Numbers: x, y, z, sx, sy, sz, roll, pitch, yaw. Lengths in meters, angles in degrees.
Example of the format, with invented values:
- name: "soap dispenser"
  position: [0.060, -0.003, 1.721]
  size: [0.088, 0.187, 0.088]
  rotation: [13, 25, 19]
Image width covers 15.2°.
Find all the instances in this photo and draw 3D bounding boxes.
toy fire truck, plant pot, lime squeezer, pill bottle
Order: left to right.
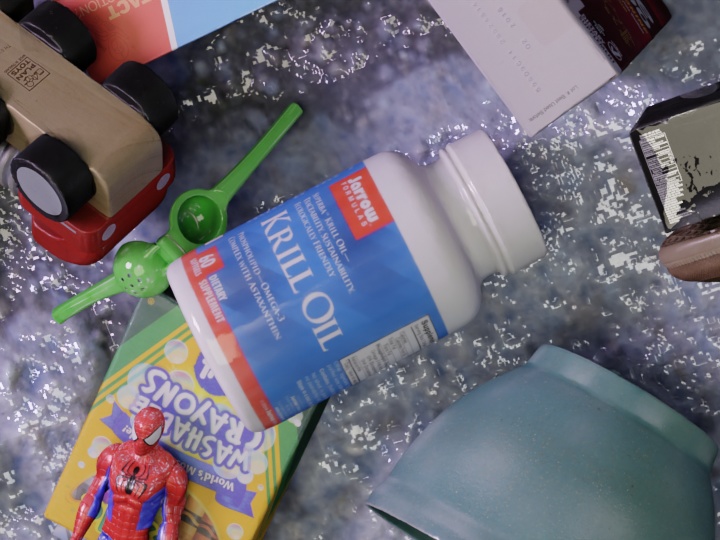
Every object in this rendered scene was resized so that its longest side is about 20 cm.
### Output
- name: "toy fire truck"
  position: [-0.208, -0.054, 1.604]
  size: [0.176, 0.129, 0.200]
  rotation: [36, 153, 18]
- name: "lime squeezer"
  position: [-0.107, -0.020, 1.592]
  size: [0.200, 0.071, 0.038]
  rotation: [-41, 91, 12]
- name: "pill bottle"
  position: [0.000, 0.000, 1.543]
  size: [0.200, 0.112, 0.112]
  rotation: [-29, 96, -1]
- name: "plant pot"
  position: [0.121, 0.127, 1.533]
  size: [0.200, 0.200, 0.134]
  rotation: [30, 84, 6]

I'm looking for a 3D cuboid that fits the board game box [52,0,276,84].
- name: "board game box"
  position: [-0.130, -0.229, 1.573]
  size: [0.153, 0.040, 0.200]
  rotation: [-24, 97, 20]

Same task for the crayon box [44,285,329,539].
- name: "crayon box"
  position: [-0.108, 0.117, 1.652]
  size: [0.125, 0.052, 0.200]
  rotation: [28, 110, 7]

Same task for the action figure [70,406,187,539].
- name: "action figure"
  position: [-0.144, 0.175, 1.627]
  size: [0.065, 0.052, 0.201]
  rotation: [17, 105, 15]

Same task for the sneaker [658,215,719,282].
- name: "sneaker"
  position: [0.268, -0.010, 1.506]
  size: [0.199, 0.070, 0.076]
  rotation: [-15, 101, 19]

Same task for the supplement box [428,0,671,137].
- name: "supplement box"
  position: [0.101, -0.147, 1.446]
  size: [0.061, 0.200, 0.109]
  rotation: [-36, 93, 19]

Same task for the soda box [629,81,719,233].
- name: "soda box"
  position: [0.254, -0.087, 1.489]
  size: [0.199, 0.071, 0.063]
  rotation: [-18, 100, 19]
